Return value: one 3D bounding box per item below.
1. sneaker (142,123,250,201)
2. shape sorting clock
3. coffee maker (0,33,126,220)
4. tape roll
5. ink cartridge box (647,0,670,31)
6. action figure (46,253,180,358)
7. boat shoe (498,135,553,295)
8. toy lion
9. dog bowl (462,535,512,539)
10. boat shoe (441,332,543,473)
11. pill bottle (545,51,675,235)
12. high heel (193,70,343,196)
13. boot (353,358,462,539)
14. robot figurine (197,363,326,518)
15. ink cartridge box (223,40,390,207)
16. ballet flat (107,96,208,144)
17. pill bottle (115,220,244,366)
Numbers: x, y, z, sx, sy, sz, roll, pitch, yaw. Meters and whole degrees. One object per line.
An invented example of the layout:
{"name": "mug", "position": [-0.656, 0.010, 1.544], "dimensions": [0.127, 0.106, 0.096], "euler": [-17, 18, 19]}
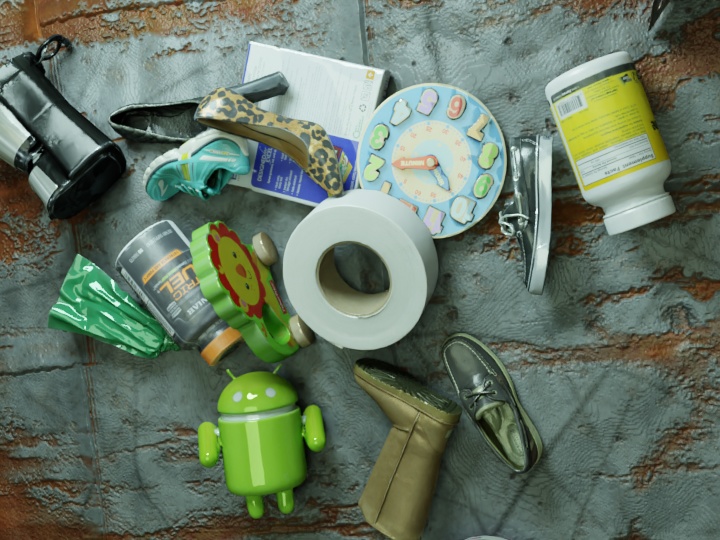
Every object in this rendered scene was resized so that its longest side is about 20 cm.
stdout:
{"name": "sneaker", "position": [-0.228, -0.134, 1.284], "dimensions": [0.198, 0.077, 0.081], "euler": [-22, 85, 38]}
{"name": "shape sorting clock", "position": [0.093, -0.142, 1.220], "dimensions": [0.196, 0.039, 0.204], "euler": [1, 100, 5]}
{"name": "coffee maker", "position": [-0.435, -0.205, 1.331], "dimensions": [0.200, 0.135, 0.193], "euler": [42, 103, 9]}
{"name": "tape roll", "position": [0.000, 0.000, 1.225], "dimensions": [0.199, 0.071, 0.206], "euler": [7, 114, 15]}
{"name": "ink cartridge box", "position": [0.347, -0.384, 1.059], "dimensions": [0.083, 0.200, 0.177], "euler": [33, 101, 11]}
{"name": "action figure", "position": [-0.349, 0.072, 1.368], "dimensions": [0.198, 0.055, 0.120], "euler": [26, 99, 5]}
{"name": "boat shoe", "position": [0.210, -0.071, 1.187], "dimensions": [0.067, 0.074, 0.203], "euler": [1, 94, 11]}
{"name": "toy lion", "position": [-0.151, 0.030, 1.237], "dimensions": [0.068, 0.191, 0.202], "euler": [-26, 87, 16]}
{"name": "dog bowl", "position": [0.173, 0.445, 1.237], "dimensions": [0.197, 0.074, 0.204], "euler": [1, 95, 15]}
{"name": "boat shoe", "position": [0.171, 0.174, 1.221], "dimensions": [0.071, 0.066, 0.202], "euler": [-33, 85, 16]}
{"name": "pill bottle", "position": [0.309, -0.151, 1.134], "dimensions": [0.111, 0.112, 0.203], "euler": [-20, 89, 16]}
{"name": "high heel", "position": [-0.117, -0.157, 1.198], "dimensions": [0.141, 0.072, 0.201], "euler": [-26, 74, -29]}
{"name": "boot", "position": [0.035, 0.244, 1.265], "dimensions": [0.174, 0.066, 0.203], "euler": [28, 109, 27]}
{"name": "robot figurine", "position": [-0.136, 0.233, 1.286], "dimensions": [0.172, 0.116, 0.204], "euler": [-7, 91, -7]}
{"name": "ink cartridge box", "position": [-0.075, -0.195, 1.277], "dimensions": [0.197, 0.047, 0.201], "euler": [16, 99, 16]}
{"name": "ballet flat", "position": [-0.263, -0.210, 1.321], "dimensions": [0.197, 0.057, 0.068], "euler": [-3, 94, 16]}
{"name": "pill bottle", "position": [-0.244, 0.037, 1.309], "dimensions": [0.106, 0.106, 0.200], "euler": [-43, 83, 14]}
